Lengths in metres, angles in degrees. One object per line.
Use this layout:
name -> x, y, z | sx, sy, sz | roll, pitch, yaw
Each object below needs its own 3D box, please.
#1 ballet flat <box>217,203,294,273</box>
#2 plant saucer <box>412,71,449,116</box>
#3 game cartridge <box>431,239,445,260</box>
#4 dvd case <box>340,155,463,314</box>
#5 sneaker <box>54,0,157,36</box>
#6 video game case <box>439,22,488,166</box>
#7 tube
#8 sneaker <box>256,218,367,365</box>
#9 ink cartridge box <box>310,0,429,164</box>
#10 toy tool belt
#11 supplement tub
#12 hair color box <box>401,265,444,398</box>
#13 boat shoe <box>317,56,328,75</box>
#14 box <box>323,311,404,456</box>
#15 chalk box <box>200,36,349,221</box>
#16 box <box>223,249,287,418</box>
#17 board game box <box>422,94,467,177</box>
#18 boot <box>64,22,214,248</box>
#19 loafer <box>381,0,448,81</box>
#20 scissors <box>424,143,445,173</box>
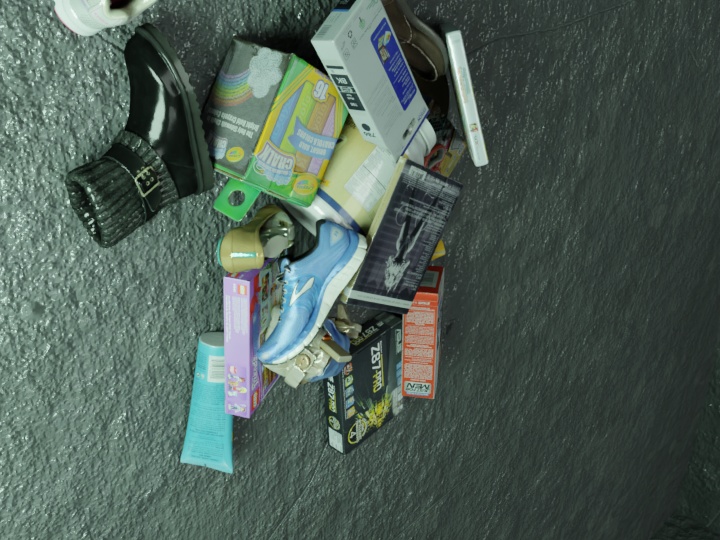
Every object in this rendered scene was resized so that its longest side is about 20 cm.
ballet flat -> -0.115, -0.038, 0.977 | 0.200, 0.062, 0.070 | -55, 143, -67
plant saucer -> 0.072, -0.243, 1.192 | 0.199, 0.029, 0.202 | -25, 127, -37
game cartridge -> 0.000, 0.000, 1.142 | 0.199, 0.175, 0.033 | -8, 78, -46
dvd case -> 0.058, -0.041, 1.048 | 0.148, 0.016, 0.202 | 12, 103, -53
sneaker -> -0.218, -0.318, 0.779 | 0.081, 0.088, 0.201 | 34, 83, -51
video game case -> 0.148, -0.262, 1.135 | 0.023, 0.200, 0.184 | -13, 109, 7
tube -> -0.206, 0.187, 1.083 | 0.050, 0.076, 0.202 | -51, 152, -71
sneaker -> -0.077, 0.025, 0.972 | 0.089, 0.079, 0.201 | 32, 86, -13
ink cartridge box -> 0.017, -0.232, 0.943 | 0.100, 0.039, 0.201 | -59, 140, -24
toy tool belt -> -0.053, 0.107, 1.105 | 0.200, 0.121, 0.127 | 5, 95, -77
supplement tub -> -0.003, -0.138, 1.060 | 0.201, 0.144, 0.145 | -51, 139, -9
hair color box -> 0.108, 0.105, 1.344 | 0.111, 0.063, 0.202 | -67, 160, -63
boat shoe -> -0.028, -0.278, 1.034 | 0.066, 0.071, 0.202 | 44, 70, -44
box -> 0.007, 0.193, 1.333 | 0.161, 0.049, 0.202 | -32, 131, -39
chalk box -> -0.117, -0.157, 0.951 | 0.123, 0.124, 0.202 | 17, 97, -50
box -> -0.141, 0.078, 1.063 | 0.137, 0.039, 0.202 | -54, 150, -64
board game box -> 0.077, -0.148, 1.198 | 0.201, 0.034, 0.135 | -59, 141, -7
boot -> -0.252, -0.141, 0.843 | 0.157, 0.079, 0.213 | -31, 126, -29
loafer -> 0.043, -0.303, 1.013 | 0.199, 0.073, 0.072 | 34, 83, -45
scissors -> 0.073, -0.127, 1.136 | 0.200, 0.014, 0.074 | -37, 141, -47
